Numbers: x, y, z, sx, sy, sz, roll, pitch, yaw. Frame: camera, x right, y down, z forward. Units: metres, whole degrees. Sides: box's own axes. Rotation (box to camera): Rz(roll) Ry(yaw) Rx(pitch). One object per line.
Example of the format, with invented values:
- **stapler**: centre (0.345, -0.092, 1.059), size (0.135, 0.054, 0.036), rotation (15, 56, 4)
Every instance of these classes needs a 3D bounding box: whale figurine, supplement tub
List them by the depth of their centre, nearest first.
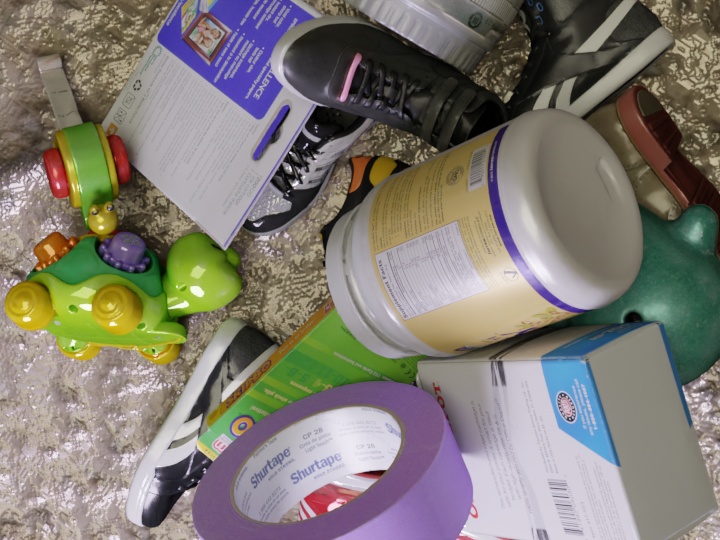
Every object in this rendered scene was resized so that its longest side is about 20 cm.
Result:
- **supplement tub**: centre (0.086, -0.019, 0.997), size (0.200, 0.145, 0.146), rotation (-23, 89, 41)
- **whale figurine**: centre (0.197, -0.001, 1.039), size (0.159, 0.104, 0.200), rotation (-32, 85, 24)

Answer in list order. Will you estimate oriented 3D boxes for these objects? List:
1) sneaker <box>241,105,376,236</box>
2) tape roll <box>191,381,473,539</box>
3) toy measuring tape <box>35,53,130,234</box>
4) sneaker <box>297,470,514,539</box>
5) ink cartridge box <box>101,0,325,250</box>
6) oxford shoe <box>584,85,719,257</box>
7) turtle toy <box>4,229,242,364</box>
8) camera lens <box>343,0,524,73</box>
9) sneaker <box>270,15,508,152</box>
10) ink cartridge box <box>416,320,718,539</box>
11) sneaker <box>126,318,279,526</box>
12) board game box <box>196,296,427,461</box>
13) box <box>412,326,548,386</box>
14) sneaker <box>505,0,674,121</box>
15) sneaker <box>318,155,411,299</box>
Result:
- **sneaker**: centre (-0.045, -0.112, 1.141), size (0.076, 0.088, 0.200), rotation (41, 102, 5)
- **tape roll**: centre (-0.021, 0.166, 1.014), size (0.200, 0.200, 0.066), rotation (-17, 116, 12)
- **toy measuring tape**: centre (-0.239, -0.119, 1.153), size (0.073, 0.074, 0.200), rotation (-28, 63, 12)
- **sneaker**: centre (0.040, 0.225, 1.166), size (0.200, 0.078, 0.116), rotation (21, 111, 15)
- **ink cartridge box**: centre (-0.107, -0.143, 1.132), size (0.200, 0.043, 0.198), rotation (41, 102, 36)
- **oxford shoe**: centre (0.243, -0.048, 1.101), size (0.075, 0.070, 0.200), rotation (-27, 97, 34)
- **turtle toy**: centre (-0.198, 0.016, 1.166), size (0.200, 0.146, 0.101), rotation (1, 73, 11)
- **camera lens**: centre (0.075, -0.275, 1.066), size (0.160, 0.160, 0.200), rotation (31, 100, 8)
- **sneaker**: centre (0.032, -0.134, 1.028), size (0.099, 0.200, 0.071), rotation (39, 112, 46)
- **ink cartridge box**: centre (0.145, 0.120, 1.012), size (0.086, 0.200, 0.147), rotation (-22, 97, -30)
- **sneaker**: centre (-0.113, 0.152, 1.172), size (0.112, 0.073, 0.200), rotation (29, 98, 10)
- **board game box**: centre (-0.033, 0.097, 1.107), size (0.200, 0.030, 0.096), rotation (-45, 112, 5)
- **box**: centre (0.133, 0.069, 1.138), size (0.160, 0.044, 0.200), rotation (16, 97, 10)
- **sneaker**: centre (0.142, -0.161, 1.111), size (0.200, 0.073, 0.112), rotation (-39, 83, 3)
- **sneaker**: centre (0.000, 0.000, 1.157), size (0.090, 0.070, 0.200), rotation (24, 101, 28)
